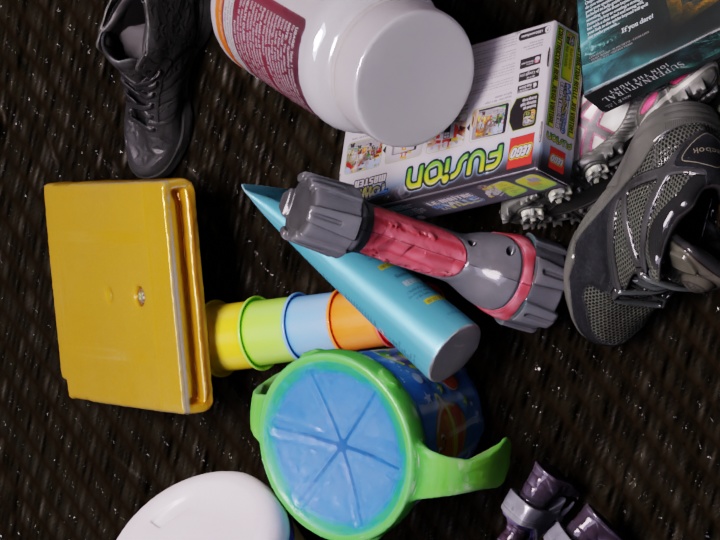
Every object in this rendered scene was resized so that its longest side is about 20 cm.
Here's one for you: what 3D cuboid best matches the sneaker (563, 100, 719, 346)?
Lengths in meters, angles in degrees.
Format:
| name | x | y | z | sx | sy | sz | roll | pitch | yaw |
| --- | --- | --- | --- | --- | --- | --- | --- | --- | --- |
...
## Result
| name | x | y | z | sx | sy | sz | roll | pitch | yaw |
| --- | --- | --- | --- | --- | --- | --- | --- | --- | --- |
| sneaker | 0.193 | -0.003 | 1.514 | 0.115 | 0.076 | 0.200 | -101 | 27 | -43 |

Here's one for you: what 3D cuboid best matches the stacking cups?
| name | x | y | z | sx | sy | sz | roll | pitch | yaw |
| --- | --- | --- | --- | --- | --- | --- | --- | --- | --- |
| stacking cups | -0.027 | 0.045 | 1.721 | 0.199 | 0.060 | 0.061 | -5 | 94 | 31 |

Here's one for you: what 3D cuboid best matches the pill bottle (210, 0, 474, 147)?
| name | x | y | z | sx | sy | sz | roll | pitch | yaw |
| --- | --- | --- | --- | --- | --- | --- | --- | --- | --- |
| pill bottle | -0.012 | -0.163 | 1.604 | 0.200 | 0.113 | 0.115 | 37 | 118 | 52 |

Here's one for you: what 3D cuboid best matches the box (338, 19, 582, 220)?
| name | x | y | z | sx | sy | sz | roll | pitch | yaw |
| --- | --- | --- | --- | --- | --- | --- | --- | --- | --- |
| box | 0.066 | -0.097 | 1.600 | 0.199 | 0.035 | 0.111 | -11 | 64 | 45 |

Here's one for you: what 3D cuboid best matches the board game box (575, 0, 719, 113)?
| name | x | y | z | sx | sy | sz | roll | pitch | yaw |
| --- | --- | --- | --- | --- | --- | --- | --- | --- | --- |
| board game box | 0.227 | -0.200 | 1.491 | 0.199 | 0.028 | 0.136 | -24 | 51 | 33 |

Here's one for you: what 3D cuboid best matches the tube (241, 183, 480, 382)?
| name | x | y | z | sx | sy | sz | roll | pitch | yaw |
| --- | --- | --- | --- | --- | --- | --- | --- | --- | --- |
| tube | 0.000 | 0.000 | 1.645 | 0.200 | 0.077 | 0.051 | 41 | 103 | 27 |

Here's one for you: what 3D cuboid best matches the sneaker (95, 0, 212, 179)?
| name | x | y | z | sx | sy | sz | roll | pitch | yaw |
| --- | --- | --- | --- | --- | --- | --- | --- | --- | --- |
| sneaker | -0.166 | -0.161 | 1.753 | 0.060 | 0.104 | 0.201 | 27 | 111 | 27 |

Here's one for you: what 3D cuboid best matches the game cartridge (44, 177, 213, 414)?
| name | x | y | z | sx | sy | sz | roll | pitch | yaw |
| --- | --- | --- | --- | --- | --- | --- | --- | --- | --- |
| game cartridge | -0.183 | 0.017 | 1.798 | 0.199 | 0.032 | 0.178 | 3 | 99 | 57 |

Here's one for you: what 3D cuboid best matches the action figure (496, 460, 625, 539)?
| name | x | y | z | sx | sy | sz | roll | pitch | yaw |
| --- | --- | --- | --- | --- | --- | --- | --- | --- | --- |
| action figure | 0.091 | 0.234 | 1.620 | 0.200 | 0.069 | 0.130 | -45 | 54 | 4 |

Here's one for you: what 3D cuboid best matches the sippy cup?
| name | x | y | z | sx | sy | sz | roll | pitch | yaw |
| --- | --- | --- | --- | --- | --- | --- | --- | --- | --- |
| sippy cup | 0.017 | 0.113 | 1.650 | 0.178 | 0.130 | 0.140 | 51 | 123 | 16 |

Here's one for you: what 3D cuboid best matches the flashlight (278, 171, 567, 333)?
| name | x | y | z | sx | sy | sz | roll | pitch | yaw |
| --- | --- | --- | --- | --- | --- | --- | --- | --- | --- |
| flashlight | 0.046 | -0.014 | 1.580 | 0.068 | 0.199 | 0.068 | -50 | 32 | 41 |

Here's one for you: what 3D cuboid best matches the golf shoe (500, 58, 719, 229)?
| name | x | y | z | sx | sy | sz | roll | pitch | yaw |
| --- | --- | --- | --- | --- | --- | --- | --- | --- | --- |
| golf shoe | 0.171 | -0.101 | 1.567 | 0.200 | 0.077 | 0.089 | -37 | 59 | 27 |

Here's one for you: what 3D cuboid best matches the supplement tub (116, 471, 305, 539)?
| name | x | y | z | sx | sy | sz | roll | pitch | yaw |
| --- | --- | --- | --- | --- | --- | --- | --- | --- | --- |
| supplement tub | -0.084 | 0.262 | 1.688 | 0.144 | 0.146 | 0.201 | 0 | 136 | 34 |
